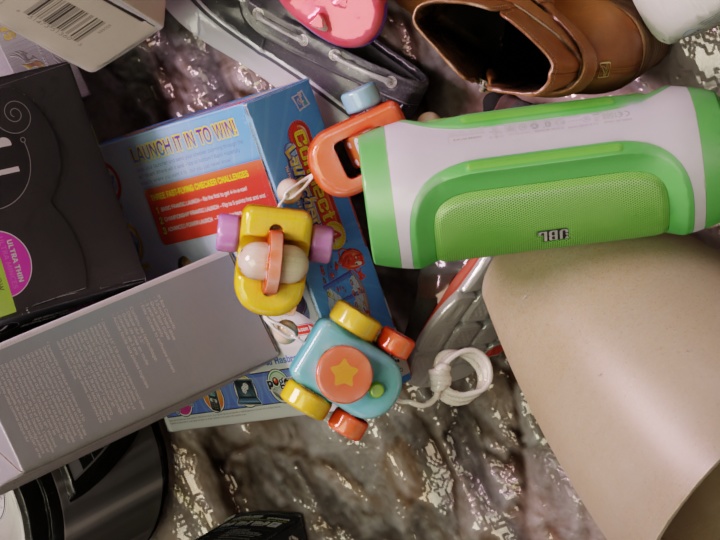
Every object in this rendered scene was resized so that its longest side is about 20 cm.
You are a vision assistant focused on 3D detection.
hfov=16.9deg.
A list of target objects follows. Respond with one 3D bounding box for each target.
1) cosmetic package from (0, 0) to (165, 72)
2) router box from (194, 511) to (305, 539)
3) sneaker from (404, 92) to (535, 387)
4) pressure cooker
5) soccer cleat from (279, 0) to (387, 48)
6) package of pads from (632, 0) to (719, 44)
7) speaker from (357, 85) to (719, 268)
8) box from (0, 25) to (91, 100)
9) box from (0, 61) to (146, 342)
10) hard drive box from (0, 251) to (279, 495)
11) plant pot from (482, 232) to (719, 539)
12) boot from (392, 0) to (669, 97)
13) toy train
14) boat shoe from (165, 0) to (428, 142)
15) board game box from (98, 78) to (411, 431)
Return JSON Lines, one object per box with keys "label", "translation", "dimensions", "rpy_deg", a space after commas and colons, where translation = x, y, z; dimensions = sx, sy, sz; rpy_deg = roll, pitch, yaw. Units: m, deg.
{"label": "cosmetic package", "translation": [-0.172, -0.234, 1.471], "dimensions": [0.071, 0.105, 0.200], "rpy_deg": [-26, 51, 38]}
{"label": "router box", "translation": [-0.081, 0.276, 1.588], "dimensions": [0.062, 0.150, 0.200], "rpy_deg": [-5, 101, 29]}
{"label": "sneaker", "translation": [0.070, -0.021, 1.489], "dimensions": [0.082, 0.077, 0.200], "rpy_deg": [47, 121, 39]}
{"label": "pressure cooker", "translation": [-0.244, 0.150, 1.615], "dimensions": [0.176, 0.200, 0.179], "rpy_deg": [2, 104, 32]}
{"label": "soccer cleat", "translation": [-0.043, -0.213, 1.471], "dimensions": [0.067, 0.076, 0.200], "rpy_deg": [-46, 72, 15]}
{"label": "package of pads", "translation": [0.175, -0.237, 1.330], "dimensions": [0.200, 0.068, 0.154], "rpy_deg": [63, 153, 1]}
{"label": "speaker", "translation": [0.102, -0.052, 1.345], "dimensions": [0.200, 0.088, 0.089], "rpy_deg": [-7, 101, 1]}
{"label": "box", "translation": [-0.270, -0.173, 1.599], "dimensions": [0.158, 0.048, 0.200], "rpy_deg": [-24, 92, 56]}
{"label": "box", "translation": [-0.248, -0.022, 1.505], "dimensions": [0.200, 0.124, 0.149], "rpy_deg": [-26, 82, 55]}
{"label": "hard drive box", "translation": [-0.176, 0.074, 1.474], "dimensions": [0.156, 0.200, 0.077], "rpy_deg": [-29, 86, 50]}
{"label": "plant pot", "translation": [0.167, 0.053, 1.395], "dimensions": [0.200, 0.187, 0.187], "rpy_deg": [47, 121, 27]}
{"label": "boot", "translation": [0.065, -0.146, 1.394], "dimensions": [0.200, 0.155, 0.077], "rpy_deg": [28, 115, 24]}
{"label": "toy train", "translation": [0.000, 0.000, 1.410], "dimensions": [0.150, 0.056, 0.200], "rpy_deg": [-20, 96, -2]}
{"label": "boat shoe", "translation": [-0.045, -0.155, 1.502], "dimensions": [0.200, 0.072, 0.068], "rpy_deg": [39, 120, 12]}
{"label": "board game box", "translation": [-0.079, -0.005, 1.527], "dimensions": [0.200, 0.056, 0.196], "rpy_deg": [-10, 101, 51]}
